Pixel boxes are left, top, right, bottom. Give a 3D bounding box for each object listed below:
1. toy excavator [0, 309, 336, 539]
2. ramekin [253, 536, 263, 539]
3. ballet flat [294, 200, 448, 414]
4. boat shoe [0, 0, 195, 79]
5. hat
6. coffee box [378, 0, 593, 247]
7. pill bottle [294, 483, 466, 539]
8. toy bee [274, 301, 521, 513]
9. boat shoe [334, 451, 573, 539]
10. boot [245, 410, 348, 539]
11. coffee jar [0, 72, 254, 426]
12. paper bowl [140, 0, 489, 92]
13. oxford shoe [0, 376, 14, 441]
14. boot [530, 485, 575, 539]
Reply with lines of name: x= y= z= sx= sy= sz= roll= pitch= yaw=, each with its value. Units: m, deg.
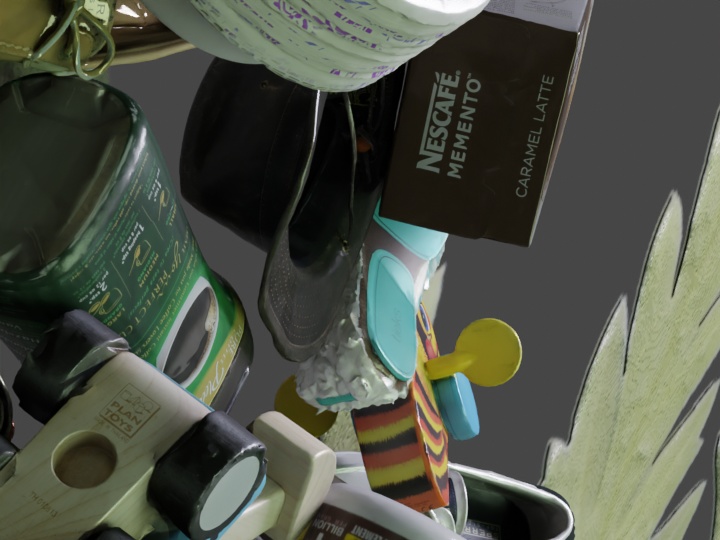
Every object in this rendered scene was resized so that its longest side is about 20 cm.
toy excavator: x=-0.087 y=0.101 z=1.084 sx=0.195 sy=0.100 sz=0.201 roll=-47 pitch=159 yaw=-26
ramekin: x=-0.120 y=0.190 z=1.228 sx=0.200 sy=0.105 sz=0.201 roll=-42 pitch=144 yaw=-41
ballet flat: x=0.000 y=0.000 z=1.342 sx=0.201 sy=0.071 sz=0.072 roll=-75 pitch=168 yaw=-51
boat shoe: x=-0.105 y=-0.120 z=1.070 sx=0.200 sy=0.062 sz=0.074 roll=-20 pitch=128 yaw=-56
hat: x=-0.038 y=-0.063 z=1.222 sx=0.201 sy=0.080 sz=0.202 roll=16 pitch=90 yaw=-79
coffee box: x=0.070 y=-0.100 z=1.319 sx=0.200 sy=0.079 sz=0.115 roll=-64 pitch=166 yaw=-70
pill bottle: x=-0.016 y=0.209 z=1.199 sx=0.201 sy=0.109 sz=0.109 roll=-63 pitch=153 yaw=-12
toy bee: x=0.013 y=0.050 z=1.398 sx=0.130 sy=0.200 sz=0.109 roll=-24 pitch=108 yaw=-9
boat shoe: x=0.033 y=0.131 z=1.441 sx=0.199 sy=0.065 sz=0.074 roll=7 pitch=65 yaw=-39
boot: x=-0.054 y=0.154 z=1.371 sx=0.075 sy=0.097 sz=0.200 roll=-28 pitch=165 yaw=-40
coffee jar: x=-0.114 y=0.010 z=1.127 sx=0.105 sy=0.085 sz=0.200 roll=-62 pitch=153 yaw=-24
paper bowl: x=-0.040 y=-0.167 z=1.049 sx=0.104 sy=0.202 sz=0.200 roll=-31 pitch=172 yaw=31
oxford shoe: x=-0.176 y=0.071 z=1.067 sx=0.071 sy=0.073 sz=0.200 roll=-57 pitch=152 yaw=-22
boot: x=0.080 y=0.248 z=1.686 sx=0.162 sy=0.073 sz=0.200 roll=-33 pitch=130 yaw=-53
